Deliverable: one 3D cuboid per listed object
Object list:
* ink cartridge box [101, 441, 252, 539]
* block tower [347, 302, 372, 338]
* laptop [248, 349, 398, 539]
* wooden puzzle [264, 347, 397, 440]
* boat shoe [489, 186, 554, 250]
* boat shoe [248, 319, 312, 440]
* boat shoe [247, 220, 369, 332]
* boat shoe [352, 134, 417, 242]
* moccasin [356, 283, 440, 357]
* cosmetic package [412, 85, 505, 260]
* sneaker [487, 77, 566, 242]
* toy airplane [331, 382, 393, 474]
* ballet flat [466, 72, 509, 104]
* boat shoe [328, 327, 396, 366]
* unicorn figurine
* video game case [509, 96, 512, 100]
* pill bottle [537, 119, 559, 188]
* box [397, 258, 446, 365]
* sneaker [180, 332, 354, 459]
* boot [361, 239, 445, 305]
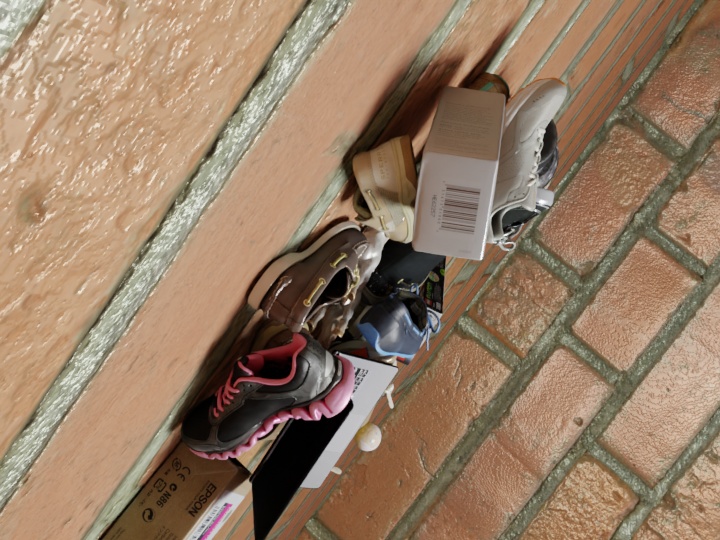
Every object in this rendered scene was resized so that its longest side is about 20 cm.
[{"bbox_3d":[-0.213,0.287,1.103,0.201,0.075,0.165,-51,169,-10],"label":"ink cartridge box"},{"bbox_3d":[0.020,0.040,1.350,0.054,0.058,0.200,-54,171,15],"label":"block tower"},{"bbox_3d":[-0.032,0.201,1.090,0.199,0.116,0.189,20,108,-51],"label":"laptop"},{"bbox_3d":[-0.063,0.153,1.222,0.196,0.047,0.186,-9,148,-19],"label":"wooden puzzle"},{"bbox_3d":[0.169,-0.064,1.212,0.198,0.072,0.070,-6,-107,61],"label":"boat shoe"},{"bbox_3d":[-0.095,0.133,1.062,0.071,0.068,0.202,-10,144,-30],"label":"boat shoe"},{"bbox_3d":[-0.037,0.006,0.972,0.072,0.059,0.200,-57,168,28],"label":"boat shoe"},{"bbox_3d":[0.022,-0.075,0.971,0.064,0.074,0.200,-11,166,-1],"label":"boat shoe"},{"bbox_3d":[0.057,0.062,1.167,0.068,0.081,0.200,-45,174,11],"label":"moccasin"},{"bbox_3d":[0.098,-0.101,0.952,0.201,0.072,0.104,-72,170,-63],"label":"cosmetic package"},{"bbox_3d":[0.180,-0.119,1.103,0.201,0.092,0.075,-55,155,17],"label":"sneaker"},{"bbox_3d":[-0.029,0.239,1.555,0.202,0.140,0.199,-55,170,17],"label":"toy airplane"},{"bbox_3d":[0.117,-0.141,1.147,0.072,0.068,0.201,-34,159,-35],"label":"ballet flat"},{"bbox_3d":[-0.004,0.110,1.328,0.199,0.075,0.093,-20,-155,51],"label":"boat shoe"},{"bbox_3d":[0.000,0.000,1.120,0.200,0.074,0.138,-42,-173,41],"label":"unicorn figurine"},{"bbox_3d":[0.148,-0.147,1.383,0.143,0.018,0.202,-37,161,-55],"label":"video game case"},{"bbox_3d":[0.201,-0.137,1.289,0.112,0.111,0.200,-49,169,-13],"label":"pill bottle"},{"bbox_3d":[0.089,0.036,1.471,0.111,0.034,0.201,-59,-168,33],"label":"box"},{"bbox_3d":[-0.106,0.116,0.950,0.197,0.080,0.095,-26,135,20],"label":"sneaker"},{"bbox_3d":[0.087,-0.033,1.239,0.153,0.074,0.203,-37,175,33],"label":"boot"}]
